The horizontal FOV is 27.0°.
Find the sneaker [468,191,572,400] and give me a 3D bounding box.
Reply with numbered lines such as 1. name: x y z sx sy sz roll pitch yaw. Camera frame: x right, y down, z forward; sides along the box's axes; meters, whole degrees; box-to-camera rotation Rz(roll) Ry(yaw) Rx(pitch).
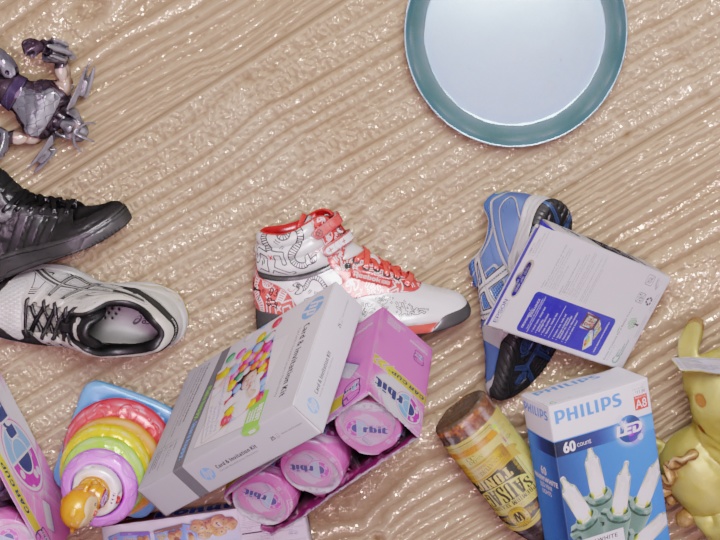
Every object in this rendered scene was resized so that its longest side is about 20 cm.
1. sneaker: 0.139 0.021 1.363 0.077 0.075 0.202 25 116 39

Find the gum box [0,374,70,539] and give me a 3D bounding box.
1. gum box: -0.346 0.178 1.383 0.066 0.114 0.202 -25 98 7

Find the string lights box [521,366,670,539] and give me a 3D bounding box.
1. string lights box: 0.214 0.199 1.344 0.102 0.059 0.203 -14 102 -17

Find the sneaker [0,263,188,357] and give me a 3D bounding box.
1. sneaker: -0.259 0.039 1.368 0.197 0.088 0.077 1 102 4

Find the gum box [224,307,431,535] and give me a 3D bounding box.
1. gum box: -0.033 0.137 1.321 0.066 0.114 0.199 40 123 -20

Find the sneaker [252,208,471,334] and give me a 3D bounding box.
1. sneaker: -0.001 0.000 1.359 0.199 0.067 0.109 -2 103 6

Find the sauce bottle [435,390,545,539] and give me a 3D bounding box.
1. sauce bottle: 0.150 0.205 1.389 0.066 0.066 0.200 -38 99 8

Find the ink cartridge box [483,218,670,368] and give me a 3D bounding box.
1. ink cartridge box: 0.183 0.019 1.310 0.199 0.039 0.100 19 104 -43

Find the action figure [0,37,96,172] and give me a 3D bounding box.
1. action figure: -0.325 -0.168 1.345 0.199 0.069 0.131 33 95 -6

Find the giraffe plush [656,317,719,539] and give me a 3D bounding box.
1. giraffe plush: 0.336 0.157 1.339 0.198 0.173 0.163 13 122 -10

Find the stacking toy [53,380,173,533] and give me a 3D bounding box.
1. stacking toy: -0.230 0.184 1.335 0.109 0.200 0.117 21 100 -1

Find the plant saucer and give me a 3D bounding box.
1. plant saucer: 0.138 -0.212 1.335 0.197 0.027 0.203 0 101 3

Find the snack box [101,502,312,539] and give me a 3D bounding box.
1. snack box: -0.145 0.262 1.433 0.197 0.024 0.073 -8 100 4

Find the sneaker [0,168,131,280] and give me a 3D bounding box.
1. sneaker: -0.317 -0.054 1.368 0.198 0.060 0.105 -20 103 9

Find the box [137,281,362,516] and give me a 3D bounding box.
1. box: -0.095 0.112 1.301 0.199 0.157 0.041 -30 116 34
